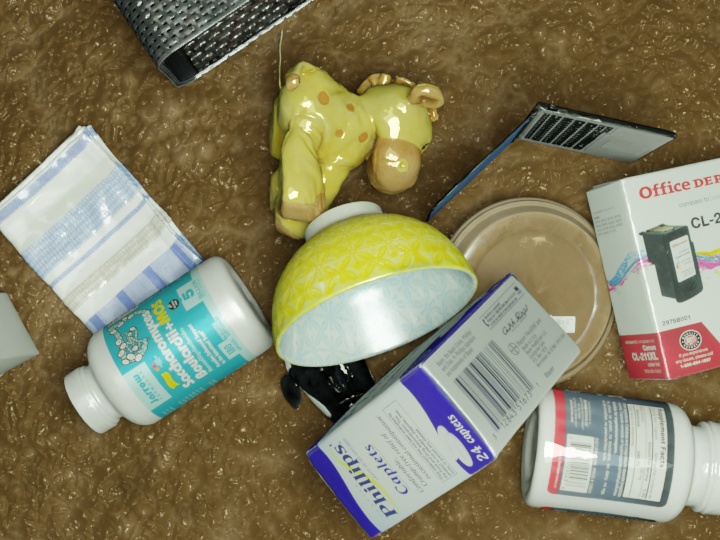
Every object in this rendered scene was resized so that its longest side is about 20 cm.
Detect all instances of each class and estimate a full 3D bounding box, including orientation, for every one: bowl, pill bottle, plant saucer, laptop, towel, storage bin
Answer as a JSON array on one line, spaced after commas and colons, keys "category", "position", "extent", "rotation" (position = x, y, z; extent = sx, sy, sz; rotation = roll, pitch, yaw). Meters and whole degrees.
[{"category": "bowl", "position": [0.000, 0.000, 1.063], "extent": [0.200, 0.200, 0.108], "rotation": [-20, 68, 1]}, {"category": "pill bottle", "position": [0.266, 0.186, 1.111], "extent": [0.199, 0.120, 0.120], "rotation": [7, 89, 1]}, {"category": "pill bottle", "position": [-0.196, 0.081, 1.130], "extent": [0.200, 0.111, 0.111], "rotation": [-34, 88, 1]}, {"category": "plant saucer", "position": [0.173, 0.025, 1.143], "extent": [0.199, 0.029, 0.201], "rotation": [-1, 93, -11]}, {"category": "laptop", "position": [0.175, -0.088, 1.086], "extent": [0.199, 0.187, 0.116], "rotation": [12, 90, 2]}, {"category": "towel", "position": [-0.278, -0.034, 1.179], "extent": [0.147, 0.024, 0.200], "rotation": [-42, 88, 1]}, {"category": "storage bin", "position": [-0.136, -0.285, 1.124], "extent": [0.200, 0.135, 0.094], "rotation": [-35, 88, 0]}]

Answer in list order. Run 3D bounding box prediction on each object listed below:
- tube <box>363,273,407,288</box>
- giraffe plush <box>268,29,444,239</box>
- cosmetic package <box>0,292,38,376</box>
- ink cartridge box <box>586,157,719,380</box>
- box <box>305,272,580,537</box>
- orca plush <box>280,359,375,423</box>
[{"category": "tube", "position": [0.080, -0.002, 1.161], "extent": [0.199, 0.050, 0.078], "rotation": [4, 100, -3]}, {"category": "giraffe plush", "position": [-0.004, -0.132, 1.113], "extent": [0.162, 0.173, 0.201], "rotation": [1, 106, -10]}, {"category": "cosmetic package", "position": [-0.405, 0.078, 1.092], "extent": [0.113, 0.200, 0.081], "rotation": [-29, 89, -2]}, {"category": "ink cartridge box", "position": [0.325, -0.004, 1.117], "extent": [0.145, 0.083, 0.201], "rotation": [-13, 88, -13]}, {"category": "box", "position": [0.075, 0.125, 1.045], "extent": [0.105, 0.184, 0.200], "rotation": [49, 133, 3]}, {"category": "orca plush", "position": [-0.028, 0.127, 1.144], "extent": [0.105, 0.071, 0.201], "rotation": [-16, 88, 1]}]
